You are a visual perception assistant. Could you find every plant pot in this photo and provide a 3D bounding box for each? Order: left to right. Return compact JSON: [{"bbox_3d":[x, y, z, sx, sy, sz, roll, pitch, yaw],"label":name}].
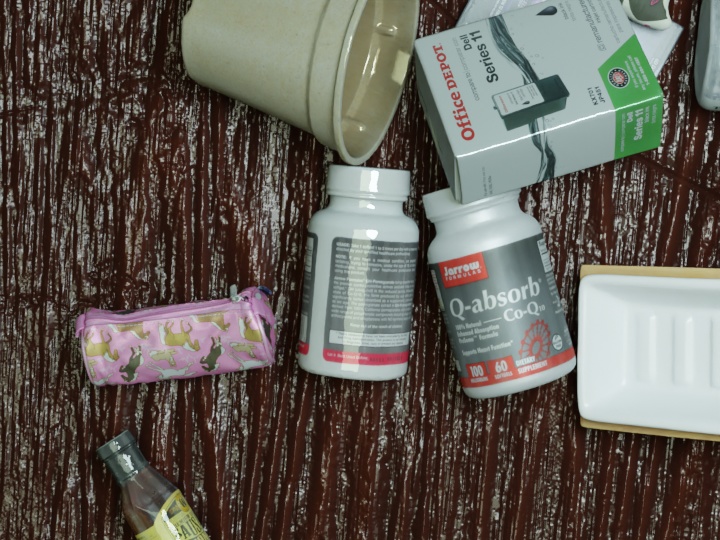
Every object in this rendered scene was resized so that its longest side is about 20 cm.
[{"bbox_3d":[-0.063,-0.222,1.386,0.182,0.200,0.203,17,96,17],"label":"plant pot"}]

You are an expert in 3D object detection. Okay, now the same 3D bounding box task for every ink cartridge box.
[{"bbox_3d":[0.161,-0.164,1.344,0.198,0.083,0.148,-17,60,-1],"label":"ink cartridge box"}]

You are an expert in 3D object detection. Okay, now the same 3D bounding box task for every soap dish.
[{"bbox_3d":[0.303,0.076,1.372,0.198,0.081,0.159,2,94,37],"label":"soap dish"}]

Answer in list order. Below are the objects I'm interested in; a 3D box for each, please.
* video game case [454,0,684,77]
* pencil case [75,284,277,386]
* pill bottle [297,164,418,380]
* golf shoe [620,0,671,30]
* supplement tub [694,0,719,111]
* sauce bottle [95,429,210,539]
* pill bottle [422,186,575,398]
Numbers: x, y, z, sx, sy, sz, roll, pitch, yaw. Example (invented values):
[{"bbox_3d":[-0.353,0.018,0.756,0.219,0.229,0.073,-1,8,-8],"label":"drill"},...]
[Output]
[{"bbox_3d":[0.196,-0.222,1.430,0.199,0.019,0.144,29,97,4],"label":"video game case"},{"bbox_3d":[-0.184,0.067,1.460,0.198,0.083,0.088,-9,94,8],"label":"pencil case"},{"bbox_3d":[0.000,0.000,1.420,0.109,0.111,0.203,6,95,6],"label":"pill bottle"},{"bbox_3d":[0.307,-0.325,1.383,0.088,0.077,0.201,36,98,-3],"label":"golf shoe"},{"bbox_3d":[0.417,-0.205,1.354,0.197,0.123,0.124,5,95,6],"label":"supplement tub"},{"bbox_3d":[-0.201,0.258,1.484,0.066,0.066,0.201,-32,92,7],"label":"sauce bottle"},{"bbox_3d":[0.129,0.012,1.404,0.115,0.116,0.202,-16,92,7],"label":"pill bottle"}]
